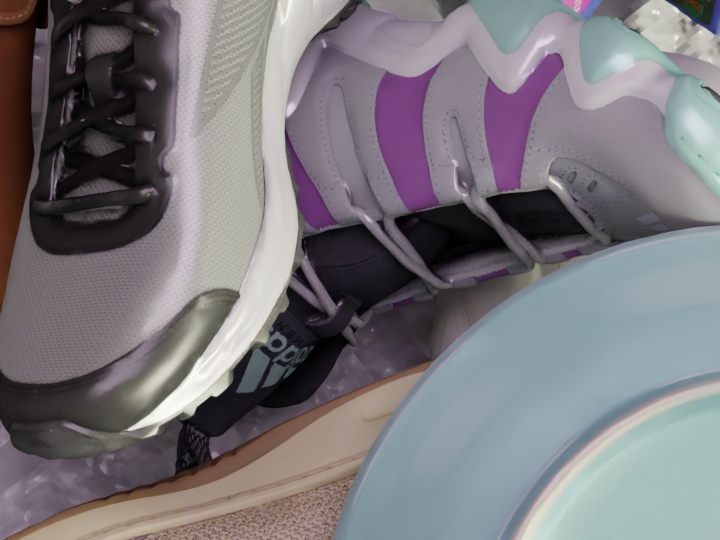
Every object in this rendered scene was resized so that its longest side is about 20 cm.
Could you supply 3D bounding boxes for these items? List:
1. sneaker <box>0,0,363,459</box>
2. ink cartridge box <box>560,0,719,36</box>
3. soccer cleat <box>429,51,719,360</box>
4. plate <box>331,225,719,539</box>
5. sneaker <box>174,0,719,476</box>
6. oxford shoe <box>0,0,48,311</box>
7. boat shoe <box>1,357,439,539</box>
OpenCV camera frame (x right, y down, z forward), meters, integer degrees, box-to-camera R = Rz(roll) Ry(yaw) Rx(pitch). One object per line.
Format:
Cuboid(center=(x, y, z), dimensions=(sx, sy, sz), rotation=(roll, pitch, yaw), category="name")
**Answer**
Cuboid(center=(-0.051, -0.049, 0.708), dimensions=(0.074, 0.079, 0.201), rotation=(-5, 58, 35), category="sneaker")
Cuboid(center=(0.010, -0.134, 0.777), dimensions=(0.200, 0.120, 0.042), rotation=(33, 63, 16), category="ink cartridge box")
Cuboid(center=(0.043, 0.032, 0.786), dimensions=(0.077, 0.069, 0.201), rotation=(19, 73, 27), category="soccer cleat")
Cuboid(center=(0.088, 0.090, 0.682), dimensions=(0.199, 0.026, 0.201), rotation=(0, 92, -12), category="plate")
Cuboid(center=(0.000, 0.000, 0.745), dimensions=(0.078, 0.200, 0.140), rotation=(42, 72, -42), category="sneaker")
Cuboid(center=(-0.098, -0.074, 0.733), dimensions=(0.071, 0.071, 0.201), rotation=(-14, 100, 7), category="oxford shoe")
Cuboid(center=(-0.036, 0.091, 0.713), dimensions=(0.199, 0.072, 0.072), rotation=(-24, 67, 3), category="boat shoe")
